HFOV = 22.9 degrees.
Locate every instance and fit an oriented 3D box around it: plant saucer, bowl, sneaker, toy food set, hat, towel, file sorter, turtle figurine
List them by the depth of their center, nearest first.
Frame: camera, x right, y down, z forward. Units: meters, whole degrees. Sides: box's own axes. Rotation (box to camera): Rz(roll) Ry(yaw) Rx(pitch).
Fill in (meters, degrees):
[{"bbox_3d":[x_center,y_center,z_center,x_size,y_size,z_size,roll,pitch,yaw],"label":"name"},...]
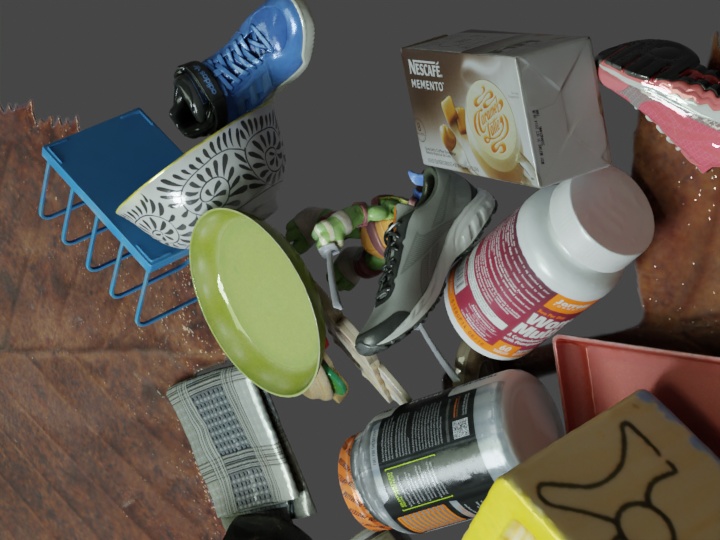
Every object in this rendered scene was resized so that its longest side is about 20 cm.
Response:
[{"bbox_3d":[0.266,-0.123,1.447,0.199,0.073,0.088,28,130,36],"label":"sneaker"},{"bbox_3d":[0.270,0.155,1.587,0.199,0.037,0.202,7,113,46],"label":"plant saucer"},{"bbox_3d":[0.044,-0.007,1.616,0.079,0.201,0.074,37,156,-11],"label":"sneaker"},{"bbox_3d":[0.000,0.000,1.734,0.193,0.143,0.202,-1,84,60],"label":"turtle figurine"},{"bbox_3d":[-0.096,0.027,1.749,0.199,0.031,0.202,31,135,37],"label":"plant saucer"},{"bbox_3d":[0.138,0.153,1.749,0.075,0.070,0.202,6,117,24],"label":"sneaker"},{"bbox_3d":[-0.128,-0.202,1.812,0.077,0.111,0.200,56,139,10],"label":"sneaker"},{"bbox_3d":[-0.145,-0.078,1.834,0.095,0.200,0.200,55,140,0],"label":"bowl"},{"bbox_3d":[-0.080,0.055,1.872,0.201,0.048,0.198,53,169,10],"label":"toy food set"},{"bbox_3d":[-0.253,-0.057,2.006,0.200,0.138,0.123,46,139,22],"label":"file sorter"},{"bbox_3d":[-0.110,0.328,2.061,0.198,0.082,0.201,13,156,6],"label":"hat"},{"bbox_3d":[-0.146,0.215,2.105,0.192,0.034,0.202,-19,95,50],"label":"towel"}]

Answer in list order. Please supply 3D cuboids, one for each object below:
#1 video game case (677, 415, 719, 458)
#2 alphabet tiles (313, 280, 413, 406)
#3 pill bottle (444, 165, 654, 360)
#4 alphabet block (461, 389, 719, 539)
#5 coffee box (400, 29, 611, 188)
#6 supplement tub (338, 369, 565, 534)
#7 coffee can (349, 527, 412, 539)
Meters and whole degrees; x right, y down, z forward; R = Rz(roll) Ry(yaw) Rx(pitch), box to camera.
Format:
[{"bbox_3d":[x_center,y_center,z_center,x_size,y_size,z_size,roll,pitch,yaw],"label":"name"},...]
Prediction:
[{"bbox_3d":[0.340,0.233,1.589,0.200,0.019,0.144,39,134,30],"label":"video game case"},{"bbox_3d":[-0.008,0.076,1.807,0.196,0.015,0.200,49,175,19],"label":"alphabet tiles"},{"bbox_3d":[0.167,-0.008,1.586,0.110,0.109,0.200,57,140,9],"label":"pill bottle"},{"bbox_3d":[0.210,0.256,1.519,0.195,0.199,0.197,45,136,24],"label":"alphabet block"},{"bbox_3d":[0.123,-0.145,1.548,0.200,0.079,0.116,20,124,61],"label":"coffee box"},{"bbox_3d":[0.084,0.175,1.670,0.199,0.122,0.124,-20,94,32],"label":"supplement tub"},{"bbox_3d":[0.045,0.386,1.893,0.200,0.146,0.147,49,138,18],"label":"coffee can"}]
